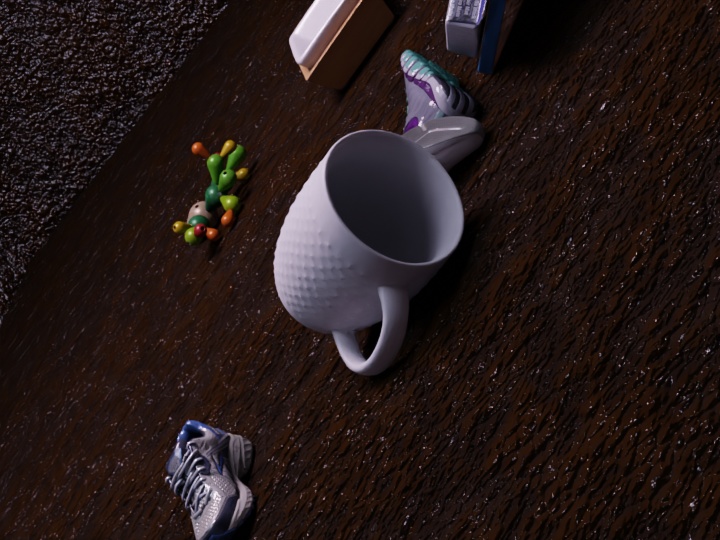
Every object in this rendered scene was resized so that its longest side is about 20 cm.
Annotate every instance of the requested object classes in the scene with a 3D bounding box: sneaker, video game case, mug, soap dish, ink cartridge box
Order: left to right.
[{"bbox_3d":[-0.161,0.217,1.698,0.077,0.085,0.200,-52,17,14],"label":"sneaker"},{"bbox_3d":[-0.027,-0.344,2.393,0.158,0.081,0.200,-53,17,11],"label":"soap dish"},{"bbox_3d":[0.000,0.000,1.582,0.176,0.146,0.202,-50,46,48],"label":"mug"},{"bbox_3d":[0.048,-0.091,1.725,0.199,0.081,0.071,-27,19,22],"label":"sneaker"},{"bbox_3d":[0.065,-0.178,1.827,0.088,0.074,0.200,-58,16,12],"label":"sneaker"},{"bbox_3d":[0.122,-0.334,1.716,0.200,0.040,0.202,69,-148,-85],"label":"ink cartridge box"},{"bbox_3d":[0.154,-0.330,1.784,0.144,0.018,0.202,95,-173,-59],"label":"video game case"}]

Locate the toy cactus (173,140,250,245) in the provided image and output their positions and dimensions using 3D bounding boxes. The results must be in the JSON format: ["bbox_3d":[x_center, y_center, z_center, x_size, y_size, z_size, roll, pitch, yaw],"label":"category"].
[{"bbox_3d":[-0.233,-0.101,2.538,0.165,0.101,0.202,128,158,-52],"label":"toy cactus"}]
